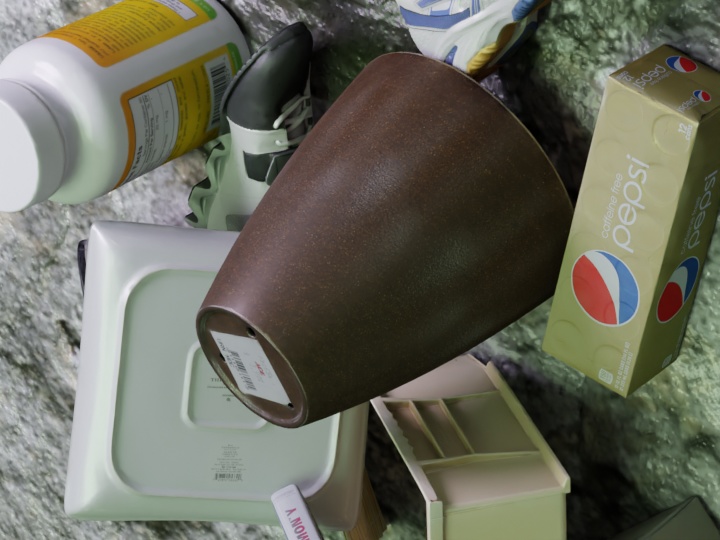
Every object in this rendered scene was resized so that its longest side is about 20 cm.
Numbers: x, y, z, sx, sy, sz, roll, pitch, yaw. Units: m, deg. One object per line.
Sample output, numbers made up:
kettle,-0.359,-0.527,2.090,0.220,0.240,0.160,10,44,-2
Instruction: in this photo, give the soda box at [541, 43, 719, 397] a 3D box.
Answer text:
soda box,0.170,-0.029,1.616,0.068,0.064,0.201,30,129,26

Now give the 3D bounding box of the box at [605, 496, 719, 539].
box,0.217,0.256,1.708,0.095,0.078,0.200,-31,89,45

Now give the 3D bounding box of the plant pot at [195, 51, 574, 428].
plant pot,0.000,0.000,1.646,0.187,0.200,0.187,36,150,24

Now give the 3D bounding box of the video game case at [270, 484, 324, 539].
video game case,0.005,0.258,1.719,0.182,0.023,0.201,-120,6,-62

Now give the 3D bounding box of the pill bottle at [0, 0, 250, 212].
pill bottle,-0.173,-0.110,1.774,0.111,0.200,0.111,19,122,33

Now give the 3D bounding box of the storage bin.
storage bin,0.064,0.182,1.730,0.199,0.093,0.201,-122,26,-62

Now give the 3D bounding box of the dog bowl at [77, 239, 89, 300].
dog bowl,-0.130,0.065,1.848,0.073,0.200,0.201,-17,103,1

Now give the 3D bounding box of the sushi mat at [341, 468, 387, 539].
sushi mat,-0.020,0.101,1.831,0.012,0.096,0.201,-12,105,14

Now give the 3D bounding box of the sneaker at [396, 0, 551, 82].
sneaker,0.084,-0.190,1.601,0.088,0.075,0.200,53,134,7

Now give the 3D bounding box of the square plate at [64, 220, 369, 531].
square plate,-0.085,0.073,1.748,0.028,0.199,0.199,-141,56,-73

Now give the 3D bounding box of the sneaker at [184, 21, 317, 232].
sneaker,-0.050,-0.077,1.779,0.088,0.074,0.200,41,142,18
